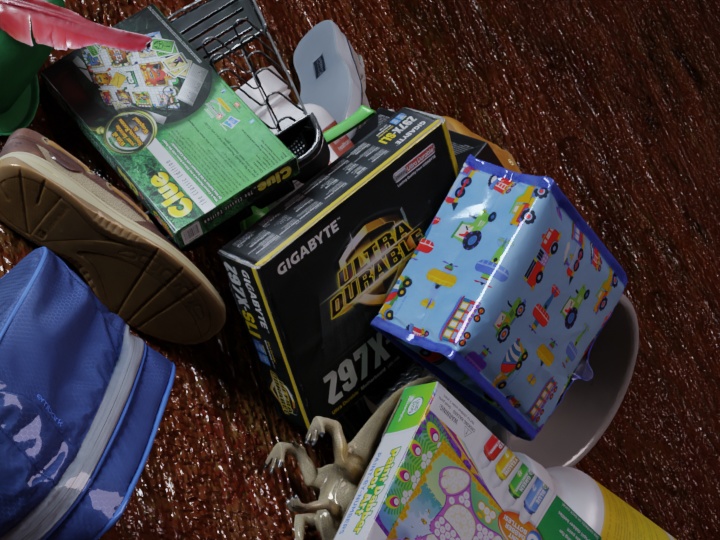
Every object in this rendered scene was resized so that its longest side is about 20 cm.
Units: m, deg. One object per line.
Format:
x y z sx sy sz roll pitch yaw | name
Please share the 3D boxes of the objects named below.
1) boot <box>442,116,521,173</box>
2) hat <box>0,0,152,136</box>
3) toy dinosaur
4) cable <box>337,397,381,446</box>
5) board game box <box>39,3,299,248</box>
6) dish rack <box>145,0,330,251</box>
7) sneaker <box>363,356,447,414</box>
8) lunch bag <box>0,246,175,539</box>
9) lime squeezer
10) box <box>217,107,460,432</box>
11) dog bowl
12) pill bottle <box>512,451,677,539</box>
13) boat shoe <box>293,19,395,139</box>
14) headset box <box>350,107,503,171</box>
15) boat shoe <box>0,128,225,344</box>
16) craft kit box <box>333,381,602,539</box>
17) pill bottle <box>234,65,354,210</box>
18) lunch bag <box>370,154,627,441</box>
0.133 -0.076 1.870 0.202 0.071 0.144 51 21 24 | boot
-0.230 -0.203 1.339 0.201 0.176 0.166 52 27 -3 | hat
-0.013 0.150 1.404 0.101 0.058 0.201 36 56 -31 | toy dinosaur
0.015 0.167 1.480 0.200 0.050 0.097 48 33 15 | cable
-0.141 -0.108 1.401 0.200 0.104 0.024 48 -19 33 | board game box
-0.116 -0.122 1.456 0.201 0.153 0.055 65 9 29 | dish rack
0.045 0.083 1.551 0.094 0.070 0.200 61 10 -21 | sneaker
-0.191 0.094 1.109 0.132 0.136 0.200 45 27 -17 | lunch bag
-0.061 -0.046 1.472 0.070 0.201 0.038 27 8 3 | lime squeezer
0.000 0.000 1.434 0.200 0.049 0.161 -39 131 -28 | box
0.156 0.086 1.605 0.058 0.201 0.199 29 11 36 | dog bowl
0.175 0.228 1.565 0.200 0.112 0.113 37 32 -31 | pill bottle
-0.013 -0.143 1.746 0.086 0.074 0.203 41 20 -28 | boat shoe
0.085 -0.032 1.642 0.148 0.077 0.200 25 -23 49 | headset box
-0.172 -0.027 1.354 0.199 0.072 0.072 36 33 -20 | boat shoe
0.069 0.218 1.387 0.200 0.048 0.198 43 59 -25 | craft kit box
-0.042 -0.059 1.547 0.201 0.112 0.112 52 27 -3 | pill bottle
0.127 0.034 1.464 0.094 0.151 0.200 21 -14 46 | lunch bag
